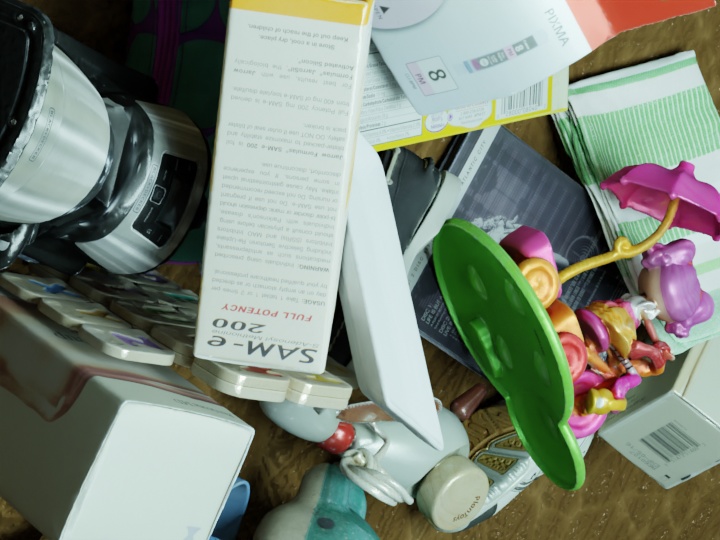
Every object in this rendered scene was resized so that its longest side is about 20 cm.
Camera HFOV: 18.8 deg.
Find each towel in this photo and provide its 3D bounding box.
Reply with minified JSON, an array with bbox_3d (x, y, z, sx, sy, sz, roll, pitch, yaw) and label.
[{"bbox_3d":[0.223,-0.050,1.530,0.152,0.023,0.201,-19,82,-37],"label":"towel"}]

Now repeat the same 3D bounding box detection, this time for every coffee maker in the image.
[{"bbox_3d":[-0.192,-0.087,1.110,0.135,0.192,0.200,-45,158,6],"label":"coffee maker"}]

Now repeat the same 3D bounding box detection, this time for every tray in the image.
[{"bbox_3d":[0.005,0.003,1.273,0.022,0.201,0.107,-18,156,14],"label":"tray"}]

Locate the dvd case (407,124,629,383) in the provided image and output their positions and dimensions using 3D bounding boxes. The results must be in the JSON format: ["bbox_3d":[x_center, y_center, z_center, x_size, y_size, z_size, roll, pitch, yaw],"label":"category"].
[{"bbox_3d":[0.112,0.003,1.495,0.199,0.016,0.149,34,80,-31],"label":"dvd case"}]

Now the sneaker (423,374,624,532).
[{"bbox_3d":[0.128,0.127,1.583,0.200,0.075,0.088,-45,135,-16],"label":"sneaker"}]

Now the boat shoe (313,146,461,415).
[{"bbox_3d":[0.000,0.000,1.356,0.060,0.074,0.201,33,58,-7],"label":"boat shoe"}]

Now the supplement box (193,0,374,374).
[{"bbox_3d":[-0.039,-0.063,1.148,0.073,0.126,0.202,7,110,0],"label":"supplement box"}]

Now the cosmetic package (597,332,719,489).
[{"bbox_3d":[0.261,0.052,1.594,0.073,0.103,0.201,37,54,-10],"label":"cosmetic package"}]

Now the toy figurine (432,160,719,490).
[{"bbox_3d":[0.171,0.015,1.422,0.183,0.150,0.201,-29,110,-17],"label":"toy figurine"}]

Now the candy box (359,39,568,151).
[{"bbox_3d":[0.060,-0.140,1.403,0.199,0.026,0.103,-14,110,-39],"label":"candy box"}]

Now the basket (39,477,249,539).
[{"bbox_3d":[-0.139,0.226,1.339,0.200,0.138,0.178,-27,134,-66],"label":"basket"}]

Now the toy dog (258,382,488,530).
[{"bbox_3d":[0.023,0.093,1.430,0.097,0.131,0.200,-56,157,-1],"label":"toy dog"}]

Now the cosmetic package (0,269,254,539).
[{"bbox_3d":[-0.164,0.074,1.179,0.103,0.200,0.088,18,100,-47],"label":"cosmetic package"}]

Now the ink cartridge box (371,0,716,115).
[{"bbox_3d":[0.082,-0.182,1.262,0.163,0.199,0.057,57,45,-28],"label":"ink cartridge box"}]

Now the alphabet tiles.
[{"bbox_3d":[-0.098,0.031,1.220,0.195,0.199,0.015,11,102,-46],"label":"alphabet tiles"}]

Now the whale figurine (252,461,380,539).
[{"bbox_3d":[-0.016,0.201,1.418,0.200,0.103,0.160,-58,158,-69],"label":"whale figurine"}]

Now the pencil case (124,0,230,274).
[{"bbox_3d":[-0.100,-0.101,1.232,0.092,0.085,0.202,-31,134,-61],"label":"pencil case"}]
